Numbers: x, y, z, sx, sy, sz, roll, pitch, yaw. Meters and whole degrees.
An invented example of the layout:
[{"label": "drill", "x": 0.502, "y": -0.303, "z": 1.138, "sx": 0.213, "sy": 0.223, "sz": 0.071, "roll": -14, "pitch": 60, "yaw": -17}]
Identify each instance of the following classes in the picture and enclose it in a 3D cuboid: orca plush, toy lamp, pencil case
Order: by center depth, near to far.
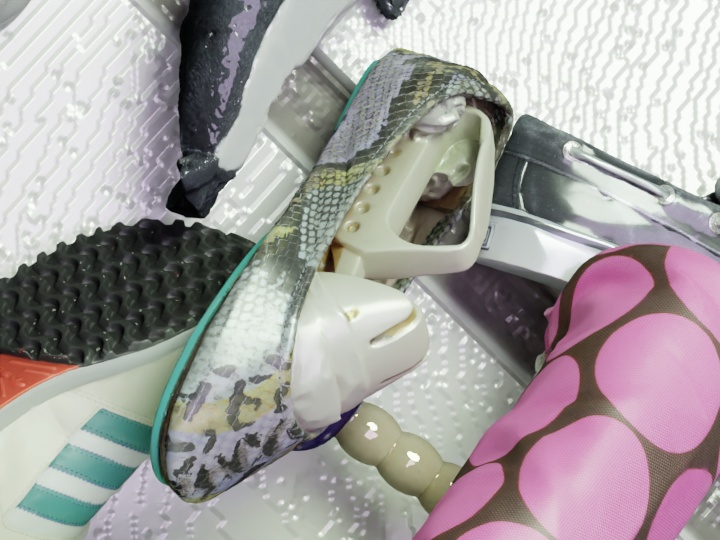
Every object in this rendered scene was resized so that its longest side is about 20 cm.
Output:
[{"label": "pencil case", "x": 0.057, "y": 0.079, "z": 0.856, "sx": 0.200, "sy": 0.094, "sz": 0.091, "roll": -47, "pitch": 134, "yaw": -37}, {"label": "orca plush", "x": -0.032, "y": -0.115, "z": 0.920, "sx": 0.105, "sy": 0.071, "sz": 0.200, "roll": 23, "pitch": 90, "yaw": -61}, {"label": "toy lamp", "x": 0.058, "y": 0.099, "z": 0.931, "sx": 0.200, "sy": 0.058, "sz": 0.058, "roll": 39, "pitch": 81, "yaw": -3}]

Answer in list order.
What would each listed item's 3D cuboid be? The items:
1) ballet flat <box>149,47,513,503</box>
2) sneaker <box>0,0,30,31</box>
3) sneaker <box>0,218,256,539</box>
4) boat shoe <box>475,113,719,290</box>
[{"label": "ballet flat", "x": 0.000, "y": 0.000, "z": 0.877, "sx": 0.072, "sy": 0.072, "sz": 0.200, "roll": 41, "pitch": 54, "yaw": -15}, {"label": "sneaker", "x": -0.099, "y": -0.172, "z": 0.869, "sx": 0.075, "sy": 0.088, "sz": 0.200, "roll": 19, "pitch": 87, "yaw": -16}, {"label": "sneaker", "x": -0.109, "y": 0.059, "z": 0.898, "sx": 0.200, "sy": 0.070, "sz": 0.093, "roll": -31, "pitch": 136, "yaw": -27}, {"label": "boat shoe", "x": 0.140, "y": -0.006, "z": 0.964, "sx": 0.200, "sy": 0.072, "sz": 0.068, "roll": 19, "pitch": 89, "yaw": -10}]
